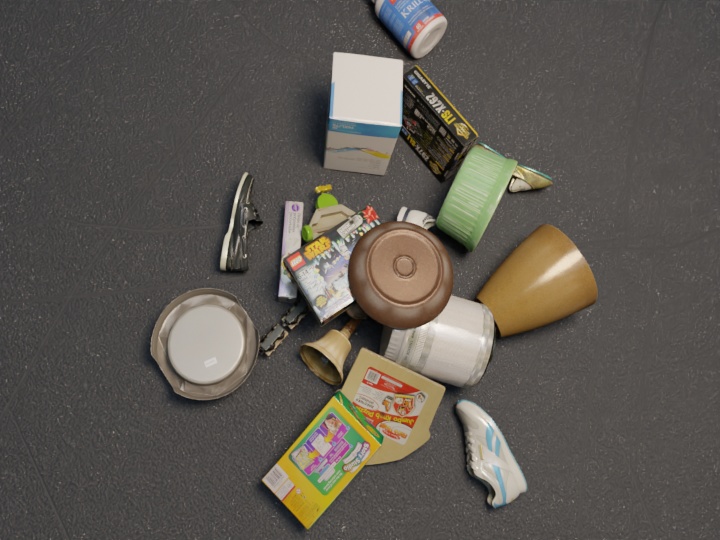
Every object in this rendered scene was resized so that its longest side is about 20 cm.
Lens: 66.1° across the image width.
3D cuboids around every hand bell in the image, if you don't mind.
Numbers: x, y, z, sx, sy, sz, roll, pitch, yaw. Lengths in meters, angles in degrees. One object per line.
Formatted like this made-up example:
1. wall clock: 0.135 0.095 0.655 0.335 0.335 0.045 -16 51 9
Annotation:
1. hand bell: -0.022 0.112 1.085 0.103 0.105 0.201 38 58 4

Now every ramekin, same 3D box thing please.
1. ramekin: 0.234 -0.151 1.138 0.096 0.201 0.203 27 70 8

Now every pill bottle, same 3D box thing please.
1. pill bottle: 0.102 -0.612 1.299 0.112 0.113 0.201 -38 82 -18

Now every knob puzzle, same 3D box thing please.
1. knob puzzle: 0.040 0.266 1.028 0.212 0.030 0.227 0 101 1

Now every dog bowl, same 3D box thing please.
1. dog bowl: -0.285 0.140 1.034 0.193 0.059 0.207 2 73 -8

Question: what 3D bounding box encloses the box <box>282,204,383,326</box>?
1. box: -0.027 -0.012 1.018 0.197 0.040 0.139 -33 78 -14

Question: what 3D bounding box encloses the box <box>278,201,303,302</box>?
1. box: -0.140 -0.038 1.121 0.037 0.042 0.206 4 72 -7

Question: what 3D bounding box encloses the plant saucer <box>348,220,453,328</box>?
1. plant saucer: 0.076 -0.001 0.983 0.194 0.037 0.207 2 71 -6

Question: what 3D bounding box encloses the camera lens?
1. camera lens: 0.147 0.124 1.053 0.194 0.160 0.164 16 71 -3

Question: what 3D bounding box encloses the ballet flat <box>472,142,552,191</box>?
1. ballet flat: 0.333 -0.216 1.245 0.196 0.071 0.072 26 70 -1

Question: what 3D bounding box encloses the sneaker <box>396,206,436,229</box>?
1. sneaker: 0.094 -0.034 1.132 0.078 0.077 0.205 16 72 9

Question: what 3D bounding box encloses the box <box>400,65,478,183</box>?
1. box: 0.148 -0.310 1.188 0.049 0.160 0.201 -36 81 -17

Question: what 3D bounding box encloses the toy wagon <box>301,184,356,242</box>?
1. toy wagon: -0.046 -0.078 1.134 0.152 0.040 0.205 -15 75 -31

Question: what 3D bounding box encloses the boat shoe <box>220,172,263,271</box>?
1. boat shoe: -0.229 -0.094 1.107 0.064 0.075 0.205 12 72 -7

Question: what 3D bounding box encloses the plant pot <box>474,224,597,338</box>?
1. plant pot: 0.336 0.043 1.114 0.197 0.187 0.189 -33 80 -5

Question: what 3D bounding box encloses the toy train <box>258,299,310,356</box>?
1. toy train: -0.129 0.088 1.082 0.034 0.046 0.200 38 68 10

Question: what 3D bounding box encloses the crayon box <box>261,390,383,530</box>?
1. crayon box: -0.065 0.332 0.976 0.118 0.058 0.201 42 92 6

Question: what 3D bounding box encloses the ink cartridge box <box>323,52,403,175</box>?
1. ink cartridge box: 0.001 -0.316 1.145 0.141 0.201 0.151 4 72 -6

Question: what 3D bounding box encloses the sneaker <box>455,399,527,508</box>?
1. sneaker: 0.232 0.342 1.046 0.079 0.077 0.203 -27 77 -14

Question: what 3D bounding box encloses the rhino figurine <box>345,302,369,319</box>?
1. rhino figurine: 0.000 0.000 1.071 0.085 0.060 0.206 1 73 -26
